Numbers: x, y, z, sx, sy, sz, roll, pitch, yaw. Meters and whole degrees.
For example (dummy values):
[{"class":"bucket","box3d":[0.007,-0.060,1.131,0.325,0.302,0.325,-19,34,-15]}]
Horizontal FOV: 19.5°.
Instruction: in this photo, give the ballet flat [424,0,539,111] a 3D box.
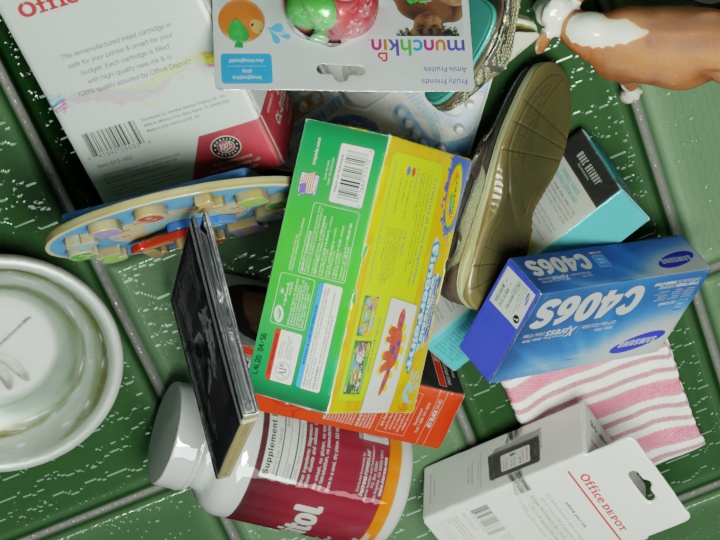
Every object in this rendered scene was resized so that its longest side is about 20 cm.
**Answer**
[{"class":"ballet flat","box3d":[0.106,-0.207,1.539,0.075,0.068,0.200,0,117,-29]}]

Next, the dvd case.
[{"class":"dvd case","box3d":[-0.107,0.059,1.526,0.016,0.149,0.200,-12,164,-13]}]

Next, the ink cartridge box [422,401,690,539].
[{"class":"ink cartridge box","box3d":[0.166,0.190,1.782,0.200,0.067,0.116,-24,123,21]}]

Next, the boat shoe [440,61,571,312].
[{"class":"boat shoe","box3d":[0.104,-0.068,1.621,0.072,0.066,0.201,22,82,-45]}]

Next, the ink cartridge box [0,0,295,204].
[{"class":"ink cartridge box","box3d":[-0.152,-0.158,1.511,0.145,0.083,0.200,-14,123,17]}]

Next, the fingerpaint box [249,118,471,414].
[{"class":"fingerpaint box","box3d":[0.000,0.000,1.535,0.073,0.167,0.201,14,93,23]}]

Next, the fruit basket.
[{"class":"fruit basket","box3d":[-0.014,-0.222,1.460,0.185,0.201,0.094,0,161,-11]}]

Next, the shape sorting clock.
[{"class":"shape sorting clock","box3d":[-0.132,-0.035,1.532,0.199,0.200,0.039,-14,86,-3]}]

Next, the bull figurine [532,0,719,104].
[{"class":"bull figurine","box3d":[0.226,-0.167,1.577,0.121,0.200,0.065,29,74,-61]}]

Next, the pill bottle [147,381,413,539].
[{"class":"pill bottle","box3d":[-0.067,0.154,1.715,0.200,0.113,0.113,15,116,-18]}]

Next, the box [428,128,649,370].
[{"class":"box","box3d":[0.125,-0.016,1.667,0.200,0.082,0.049,-38,134,12]}]

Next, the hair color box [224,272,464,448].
[{"class":"hair color box","box3d":[-0.025,0.072,1.680,0.199,0.102,0.061,12,121,-19]}]

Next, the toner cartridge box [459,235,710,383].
[{"class":"toner cartridge box","box3d":[0.177,0.028,1.634,0.200,0.043,0.095,-8,138,-41]}]

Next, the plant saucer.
[{"class":"plant saucer","box3d":[-0.288,0.065,1.654,0.199,0.050,0.201,-5,122,-8]}]

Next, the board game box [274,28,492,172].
[{"class":"board game box","box3d":[0.008,-0.154,1.598,0.199,0.026,0.200,8,119,-15]}]

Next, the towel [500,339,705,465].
[{"class":"towel","box3d":[0.203,0.106,1.789,0.146,0.030,0.200,-22,122,3]}]

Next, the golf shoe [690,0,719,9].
[{"class":"golf shoe","box3d":[0.319,-0.271,1.563,0.200,0.077,0.088,-43,114,15]}]
